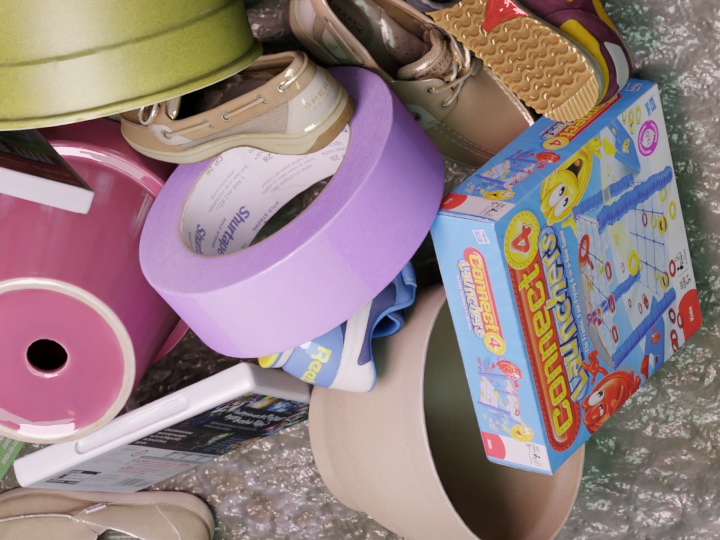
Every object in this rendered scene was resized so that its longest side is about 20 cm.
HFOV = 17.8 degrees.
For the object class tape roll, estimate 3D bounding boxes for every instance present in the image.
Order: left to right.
[{"bbox_3d":[-0.046,-0.040,1.498,0.200,0.200,0.066,-29,124,16],"label":"tape roll"}]

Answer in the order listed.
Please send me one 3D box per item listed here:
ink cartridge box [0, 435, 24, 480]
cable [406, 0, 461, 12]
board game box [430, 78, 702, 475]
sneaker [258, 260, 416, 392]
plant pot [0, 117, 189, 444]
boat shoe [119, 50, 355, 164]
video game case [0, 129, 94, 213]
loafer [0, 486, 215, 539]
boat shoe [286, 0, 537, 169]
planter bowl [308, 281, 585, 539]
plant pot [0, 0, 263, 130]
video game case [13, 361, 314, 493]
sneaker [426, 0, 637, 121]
[{"bbox_3d":[-0.358,0.085,1.639,0.145,0.084,0.200,-16,121,35],"label":"ink cartridge box"},{"bbox_3d":[0.097,-0.229,1.447,0.050,0.200,0.097,2,113,40],"label":"cable"},{"bbox_3d":[0.143,0.001,1.554,0.056,0.196,0.200,11,128,39],"label":"board game box"},{"bbox_3d":[0.000,0.000,1.559,0.082,0.200,0.074,27,148,-4],"label":"sneaker"},{"bbox_3d":[-0.208,0.017,1.571,0.200,0.179,0.200,1,119,1],"label":"plant pot"},{"bbox_3d":[-0.093,-0.114,1.512,0.201,0.073,0.063,6,144,46],"label":"boat shoe"},{"bbox_3d":[-0.265,-0.092,1.481,0.143,0.200,0.017,15,104,-29],"label":"video game case"},{"bbox_3d":[-0.211,0.207,1.738,0.200,0.068,0.076,-6,119,4],"label":"loafer"},{"bbox_3d":[0.042,-0.131,1.536,0.200,0.065,0.071,32,77,-15],"label":"boat shoe"},{"bbox_3d":[0.049,0.107,1.626,0.135,0.200,0.200,-10,122,36],"label":"planter bowl"},{"bbox_3d":[-0.179,-0.210,1.452,0.200,0.200,0.193,-10,106,6],"label":"plant pot"},{"bbox_3d":[-0.125,0.114,1.631,0.182,0.200,0.023,-23,77,13],"label":"video game case"},{"bbox_3d":[0.098,-0.187,1.523,0.200,0.090,0.075,50,127,3],"label":"sneaker"}]
